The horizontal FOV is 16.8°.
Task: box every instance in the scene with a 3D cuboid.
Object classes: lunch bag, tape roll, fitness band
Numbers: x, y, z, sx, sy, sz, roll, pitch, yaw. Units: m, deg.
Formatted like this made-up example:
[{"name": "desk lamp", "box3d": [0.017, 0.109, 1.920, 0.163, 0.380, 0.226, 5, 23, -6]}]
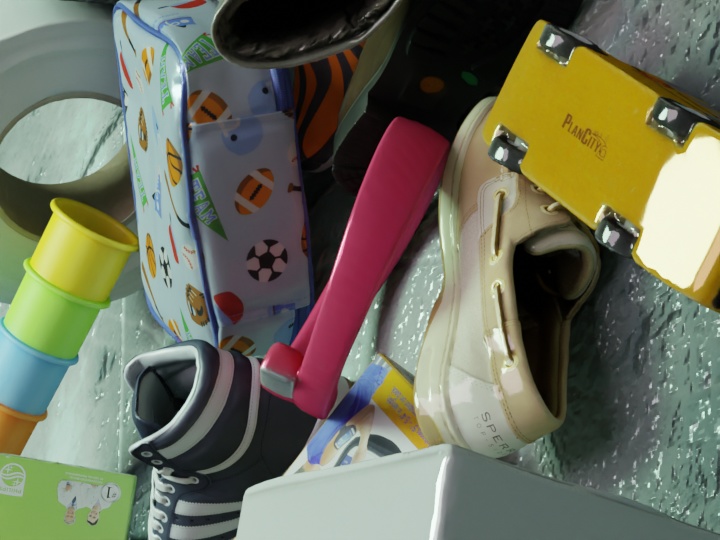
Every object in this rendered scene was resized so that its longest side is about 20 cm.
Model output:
[{"name": "lunch bag", "box3d": [-0.084, -0.058, 1.345, 0.160, 0.075, 0.202, -139, 42, -62]}, {"name": "tape roll", "box3d": [-0.178, -0.078, 1.462, 0.203, 0.201, 0.071, -58, 31, 22]}, {"name": "fitness band", "box3d": [0.000, 0.000, 1.182, 0.144, 0.037, 0.200, -62, -2, -7]}]

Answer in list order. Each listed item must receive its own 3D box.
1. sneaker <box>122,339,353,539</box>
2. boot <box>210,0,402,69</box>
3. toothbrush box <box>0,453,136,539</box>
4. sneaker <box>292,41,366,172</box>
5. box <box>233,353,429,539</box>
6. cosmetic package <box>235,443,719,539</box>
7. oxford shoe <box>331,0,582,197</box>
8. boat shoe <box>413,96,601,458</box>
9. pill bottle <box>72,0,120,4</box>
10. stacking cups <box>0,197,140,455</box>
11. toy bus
[{"name": "sneaker", "box3d": [-0.097, 0.114, 1.298, 0.200, 0.108, 0.070, -53, 32, 30]}, {"name": "boot", "box3d": [0.011, -0.171, 1.193, 0.181, 0.073, 0.200, -30, 11, 7]}, {"name": "toothbrush box", "box3d": [-0.185, 0.222, 1.365, 0.146, 0.085, 0.202, 117, 160, -68]}, {"name": "sneaker", "box3d": [-0.029, -0.162, 1.342, 0.077, 0.111, 0.202, 18, 88, 62]}, {"name": "box", "box3d": [-0.018, 0.147, 1.162, 0.200, 0.041, 0.119, -51, 31, 2]}, {"name": "cosmetic package", "box3d": [0.043, 0.191, 0.945, 0.165, 0.164, 0.202, -19, 56, 56]}, {"name": "oxford shoe", "box3d": [0.046, -0.128, 1.235, 0.200, 0.072, 0.085, -44, 31, 37]}, {"name": "boat shoe", "box3d": [0.077, 0.000, 1.113, 0.069, 0.074, 0.201, -14, 49, 30]}, {"name": "pill bottle", "box3d": [-0.133, -0.207, 1.387, 0.113, 0.198, 0.114, -179, 90, -67]}, {"name": "stacking cups", "box3d": [-0.201, 0.058, 1.439, 0.201, 0.060, 0.061, -61, 30, 9]}, {"name": "toy bus", "box3d": [0.127, -0.043, 1.029, 0.066, 0.078, 0.200, -65, 29, 11]}]
